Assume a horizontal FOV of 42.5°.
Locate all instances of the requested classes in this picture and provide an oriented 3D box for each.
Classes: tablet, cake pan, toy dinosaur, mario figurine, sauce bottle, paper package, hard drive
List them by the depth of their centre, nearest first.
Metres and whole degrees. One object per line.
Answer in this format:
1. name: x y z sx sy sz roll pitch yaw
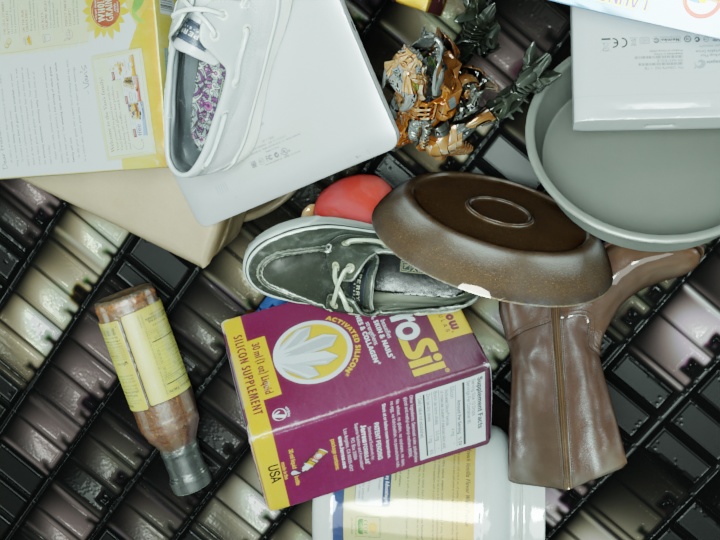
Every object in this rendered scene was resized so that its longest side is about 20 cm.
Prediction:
1. tablet: -0.075 -0.118 0.671 0.197 0.014 0.132 -18 101 33
2. hard drive: 0.229 -0.209 0.717 0.129 0.027 0.205 0 78 9
3. toy dinosaur: 0.067 -0.138 0.719 0.135 0.200 0.102 -42 92 1
4. cake pan: 0.227 -0.098 0.724 0.196 0.037 0.204 -3 59 6
5. paper package: -0.170 -0.133 0.777 0.197 0.104 0.193 25 106 2
6. mario figurine: -0.028 -0.003 0.841 0.122 0.107 0.201 17 122 -32
7. sauce bottle: -0.195 0.116 0.889 0.065 0.066 0.204 -13 101 12

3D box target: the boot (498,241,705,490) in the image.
1. boot: 0.203 0.079 0.756 0.183 0.064 0.204 -14 57 23

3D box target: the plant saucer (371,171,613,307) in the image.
1. plant saucer: 0.107 -0.035 0.731 0.196 0.201 0.033 14 115 5

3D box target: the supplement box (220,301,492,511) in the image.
1. supplement box: -0.004 0.094 0.772 0.196 0.132 0.104 -16 134 -9

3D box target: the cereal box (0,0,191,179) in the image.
1. cereal box: -0.225 -0.145 0.700 0.196 0.039 0.147 0 98 22

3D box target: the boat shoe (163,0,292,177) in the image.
1. boat shoe: -0.098 -0.156 0.617 0.071 0.068 0.203 29 123 14

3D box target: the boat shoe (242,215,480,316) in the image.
1. boat shoe: 0.000 0.000 0.732 0.195 0.064 0.072 -1 113 5

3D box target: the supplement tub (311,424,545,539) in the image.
1. supplement tub: 0.064 0.208 0.825 0.196 0.145 0.148 1 104 9

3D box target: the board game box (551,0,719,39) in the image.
1. board game box: 0.198 -0.282 0.649 0.196 0.056 0.199 17 111 13

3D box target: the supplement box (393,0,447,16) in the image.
1. supplement box: -0.013 -0.290 0.693 0.197 0.197 0.135 21 106 3

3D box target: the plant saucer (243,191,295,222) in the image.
1. plant saucer: -0.126 -0.144 0.834 0.196 0.029 0.205 2 104 9
